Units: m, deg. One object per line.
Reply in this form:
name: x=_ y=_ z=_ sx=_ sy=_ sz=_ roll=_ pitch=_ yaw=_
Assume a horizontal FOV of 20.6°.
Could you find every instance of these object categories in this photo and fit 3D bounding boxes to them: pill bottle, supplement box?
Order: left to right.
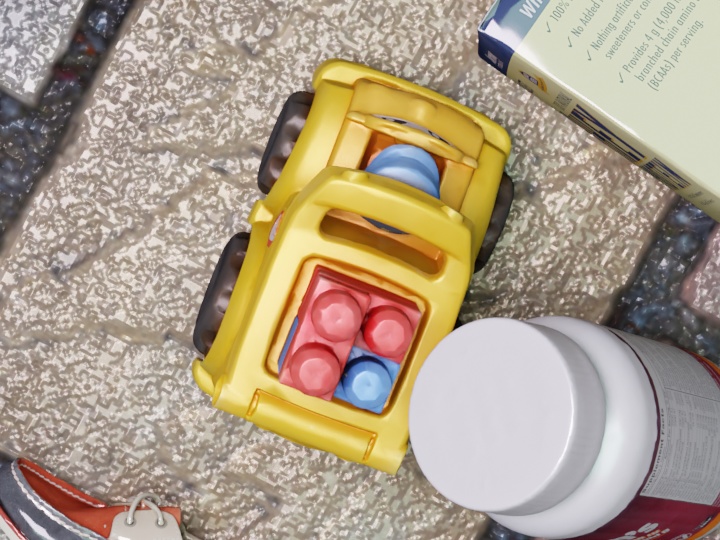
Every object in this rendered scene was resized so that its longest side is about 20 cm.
pill bottle: x=0.113 y=0.082 z=0.999 sx=0.109 sy=0.200 sz=0.110 roll=-7 pitch=78 yaw=33
supplement box: x=0.195 y=-0.140 z=1.007 sx=0.200 sy=0.134 sz=0.200 roll=35 pitch=93 yaw=2

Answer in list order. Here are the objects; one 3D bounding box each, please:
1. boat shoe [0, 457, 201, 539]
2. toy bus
boat shoe: x=-0.108 y=0.154 z=1.061 sx=0.200 sy=0.071 sz=0.063 roll=35 pitch=104 yaw=-11
toy bus: x=0.000 y=0.000 z=0.995 sx=0.135 sy=0.192 sz=0.200 roll=21 pitch=93 yaw=-4
